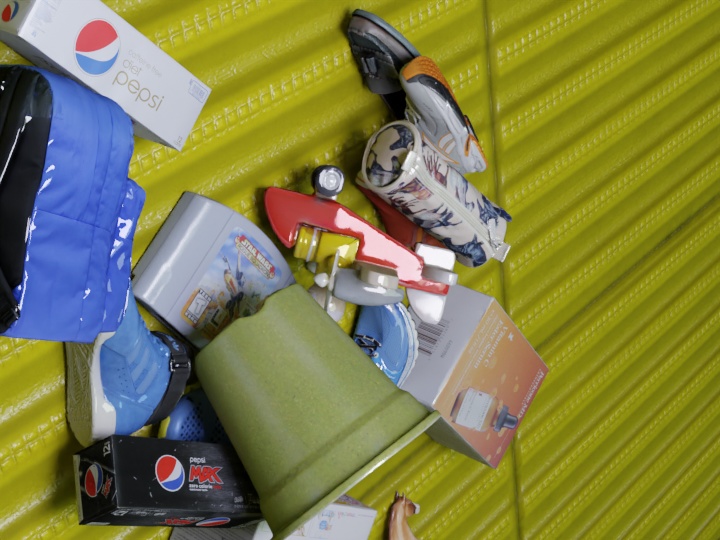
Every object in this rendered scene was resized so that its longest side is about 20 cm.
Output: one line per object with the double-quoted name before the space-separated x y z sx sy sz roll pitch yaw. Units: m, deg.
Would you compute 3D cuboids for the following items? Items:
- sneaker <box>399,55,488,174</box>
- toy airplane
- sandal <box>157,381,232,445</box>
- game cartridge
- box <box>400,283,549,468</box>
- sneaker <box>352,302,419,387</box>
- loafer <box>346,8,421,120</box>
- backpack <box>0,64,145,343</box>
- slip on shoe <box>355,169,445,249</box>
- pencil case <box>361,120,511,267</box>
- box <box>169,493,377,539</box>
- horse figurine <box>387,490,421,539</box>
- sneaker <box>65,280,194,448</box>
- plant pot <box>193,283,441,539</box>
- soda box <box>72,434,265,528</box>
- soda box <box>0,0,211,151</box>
"sneaker" 0.069 -0.146 1.327 0.091 0.077 0.200 -26 148 10
"toy airplane" 0.000 0.000 1.272 0.142 0.198 0.200 -56 144 0
"sandal" -0.121 0.163 1.286 0.198 0.086 0.081 6 103 -49
"game cartridge" -0.137 0.017 1.245 0.134 0.041 0.200 -55 139 -12
"box" 0.126 0.127 1.548 0.154 0.105 0.200 -59 140 -13
"sneaker" 0.008 0.120 1.428 0.089 0.078 0.203 -12 115 -49
"loafer" 0.040 -0.201 1.337 0.063 0.071 0.200 -58 142 -5
"backpack" -0.258 -0.052 0.978 0.167 0.160 0.204 11 85 -60
"slip on shoe" 0.053 -0.059 1.413 0.062 0.073 0.200 -61 146 -5
"pencil case" 0.080 -0.078 1.308 0.199 0.089 0.079 37 76 -44
"box" -0.090 0.278 1.351 0.199 0.112 0.103 22 89 -53
"horse figurine" 0.050 0.402 1.614 0.132 0.050 0.202 36 83 -38
"sneaker" -0.207 0.060 1.142 0.110 0.076 0.203 -15 121 -39
"plant pot" -0.056 0.123 1.173 0.199 0.185 0.200 -36 172 -6
"soda box" -0.170 0.201 1.175 0.198 0.063 0.072 14 58 -46
"soda box" -0.217 -0.177 1.039 0.200 0.068 0.064 37 77 -50
